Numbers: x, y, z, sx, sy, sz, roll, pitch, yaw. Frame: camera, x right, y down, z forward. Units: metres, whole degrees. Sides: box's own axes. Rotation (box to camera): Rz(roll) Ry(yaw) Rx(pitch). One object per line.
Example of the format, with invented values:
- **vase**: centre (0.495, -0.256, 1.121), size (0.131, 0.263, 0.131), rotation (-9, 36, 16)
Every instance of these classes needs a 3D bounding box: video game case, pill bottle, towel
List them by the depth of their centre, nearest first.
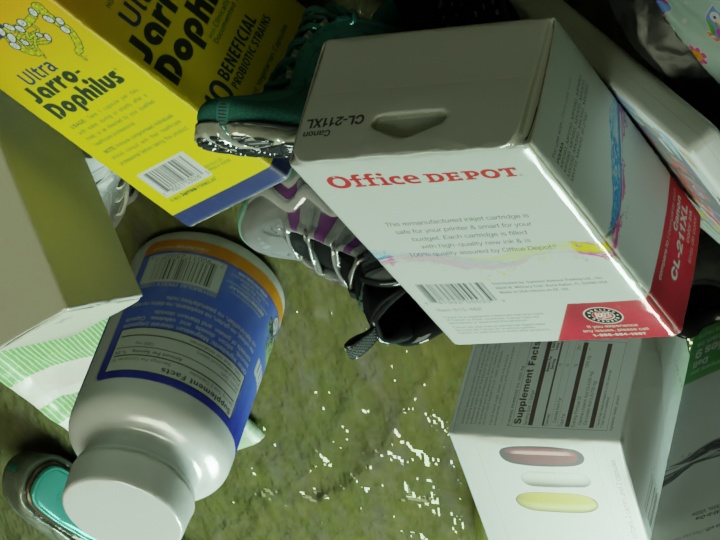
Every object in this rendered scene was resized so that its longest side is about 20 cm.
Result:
- **video game case**: centre (0.176, -0.062, 1.419), size (0.023, 0.200, 0.182), rotation (-42, 130, 1)
- **pill bottle**: centre (-0.127, 0.082, 1.697), size (0.112, 0.200, 0.112), rotation (11, 143, 9)
- **towel**: centre (-0.188, 0.080, 1.866), size (0.152, 0.023, 0.200), rotation (-17, 130, 36)

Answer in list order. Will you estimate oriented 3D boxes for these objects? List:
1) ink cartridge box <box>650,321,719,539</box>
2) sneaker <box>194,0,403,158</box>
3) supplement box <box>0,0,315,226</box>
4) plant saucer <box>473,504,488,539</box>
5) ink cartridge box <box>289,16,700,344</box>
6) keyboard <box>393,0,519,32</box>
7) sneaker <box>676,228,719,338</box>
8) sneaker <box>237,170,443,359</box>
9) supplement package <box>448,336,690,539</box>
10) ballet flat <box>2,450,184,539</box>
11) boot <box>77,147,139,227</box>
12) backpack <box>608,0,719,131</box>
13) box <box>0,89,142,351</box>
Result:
- **ink cartridge box**: centre (0.265, 0.142, 1.614), size (0.146, 0.200, 0.084), rotation (39, 139, -25)
- **sneaker**: centre (-0.024, -0.108, 1.438), size (0.077, 0.200, 0.080), rotation (1, 106, 37)
- **supplement box**: centre (-0.127, -0.135, 1.492), size (0.200, 0.109, 0.109), rotation (36, 146, -23)
- **plant saucer**: centre (0.165, 0.220, 1.856), size (0.200, 0.031, 0.200), rotation (22, 143, 18)
- **ink cartridge box**: centre (0.077, -0.044, 1.386), size (0.145, 0.083, 0.200), rotation (-2, 148, 31)
- **keyboard**: centre (0.068, -0.114, 1.450), size (0.040, 0.104, 0.200), rotation (18, 149, 37)
- **sneaker**: centre (0.263, -0.004, 1.524), size (0.200, 0.091, 0.076), rotation (-18, 128, 36)
- **sneaker**: centre (0.000, 0.000, 1.592), size (0.199, 0.140, 0.078), rotation (-7, 137, 28)
- **supplement package**: centre (0.145, 0.106, 1.654), size (0.111, 0.156, 0.200), rotation (2, 140, 21)
- **ballet flat**: centre (-0.199, 0.204, 2.007), size (0.200, 0.067, 0.064), rotation (43, 163, -28)
- **boot**: centre (-0.172, -0.072, 1.646), size (0.200, 0.074, 0.095), rotation (-30, 152, 31)
- **backpack**: centre (0.238, -0.153, 1.317), size (0.200, 0.127, 0.167), rotation (-28, 119, 37)
- **box**: centre (-0.213, -0.057, 1.561), size (0.068, 0.082, 0.201), rotation (-27, 80, 31)
